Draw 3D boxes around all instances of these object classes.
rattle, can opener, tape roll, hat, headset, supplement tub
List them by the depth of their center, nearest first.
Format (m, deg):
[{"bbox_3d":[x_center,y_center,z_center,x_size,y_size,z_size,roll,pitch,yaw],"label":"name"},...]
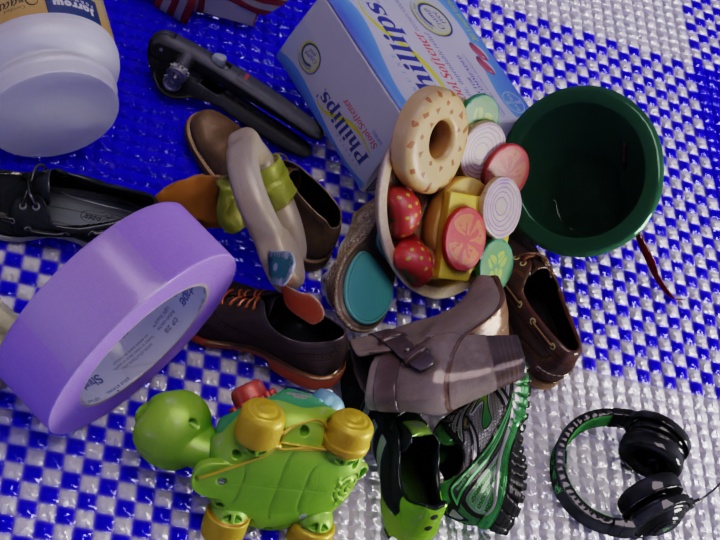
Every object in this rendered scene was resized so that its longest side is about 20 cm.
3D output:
[{"bbox_3d":[-0.194,0.038,1.142,0.066,0.200,0.200,45,50,10],"label":"tape roll"},{"bbox_3d":[-0.115,-0.020,1.245,0.142,0.130,0.200,-10,55,-2],"label":"rattle"},{"bbox_3d":[-0.304,-0.220,1.318,0.144,0.144,0.200,-4,58,-28],"label":"supplement tub"},{"bbox_3d":[0.276,0.202,1.350,0.199,0.094,0.124,8,56,-1],"label":"headset"},{"bbox_3d":[-0.126,-0.181,1.428,0.200,0.063,0.079,30,48,-2],"label":"can opener"},{"bbox_3d":[0.245,-0.074,1.493,0.165,0.176,0.201,-4,80,17],"label":"hat"}]

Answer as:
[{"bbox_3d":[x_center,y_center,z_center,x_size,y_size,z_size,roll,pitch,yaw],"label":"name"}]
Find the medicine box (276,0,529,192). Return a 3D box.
[{"bbox_3d":[0.047,-0.188,1.466,0.200,0.103,0.182,-10,60,-46],"label":"medicine box"}]

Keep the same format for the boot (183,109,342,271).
[{"bbox_3d":[-0.090,-0.096,1.376,0.200,0.076,0.074,46,52,12],"label":"boot"}]

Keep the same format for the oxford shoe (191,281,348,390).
[{"bbox_3d":[-0.100,0.033,1.267,0.200,0.073,0.071,22,51,4],"label":"oxford shoe"}]

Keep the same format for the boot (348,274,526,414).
[{"bbox_3d":[0.063,0.063,1.268,0.146,0.070,0.200,-9,21,0],"label":"boot"}]

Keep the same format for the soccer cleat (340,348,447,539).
[{"bbox_3d":[0.034,0.142,1.253,0.067,0.081,0.200,0,54,-26],"label":"soccer cleat"}]

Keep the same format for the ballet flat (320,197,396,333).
[{"bbox_3d":[0.000,0.000,1.350,0.071,0.065,0.200,54,34,-19],"label":"ballet flat"}]

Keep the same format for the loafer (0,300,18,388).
[{"bbox_3d":[-0.344,0.013,1.178,0.068,0.076,0.200,-33,84,-40],"label":"loafer"}]

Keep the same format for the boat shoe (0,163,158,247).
[{"bbox_3d":[-0.272,-0.062,1.267,0.199,0.066,0.075,17,51,-14],"label":"boat shoe"}]

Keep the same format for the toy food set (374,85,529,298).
[{"bbox_3d":[0.089,-0.072,1.353,0.198,0.049,0.201,5,92,-47],"label":"toy food set"}]

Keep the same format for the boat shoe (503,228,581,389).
[{"bbox_3d":[0.170,0.017,1.420,0.070,0.070,0.200,-6,58,-27],"label":"boat shoe"}]

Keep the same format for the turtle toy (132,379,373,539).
[{"bbox_3d":[-0.087,0.148,1.168,0.199,0.146,0.101,10,31,-20],"label":"turtle toy"}]

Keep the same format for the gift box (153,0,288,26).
[{"bbox_3d":[-0.146,-0.377,1.484,0.199,0.185,0.187,10,50,-11],"label":"gift box"}]

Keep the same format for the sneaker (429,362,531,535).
[{"bbox_3d":[0.106,0.138,1.295,0.085,0.078,0.200,15,49,-9],"label":"sneaker"}]
